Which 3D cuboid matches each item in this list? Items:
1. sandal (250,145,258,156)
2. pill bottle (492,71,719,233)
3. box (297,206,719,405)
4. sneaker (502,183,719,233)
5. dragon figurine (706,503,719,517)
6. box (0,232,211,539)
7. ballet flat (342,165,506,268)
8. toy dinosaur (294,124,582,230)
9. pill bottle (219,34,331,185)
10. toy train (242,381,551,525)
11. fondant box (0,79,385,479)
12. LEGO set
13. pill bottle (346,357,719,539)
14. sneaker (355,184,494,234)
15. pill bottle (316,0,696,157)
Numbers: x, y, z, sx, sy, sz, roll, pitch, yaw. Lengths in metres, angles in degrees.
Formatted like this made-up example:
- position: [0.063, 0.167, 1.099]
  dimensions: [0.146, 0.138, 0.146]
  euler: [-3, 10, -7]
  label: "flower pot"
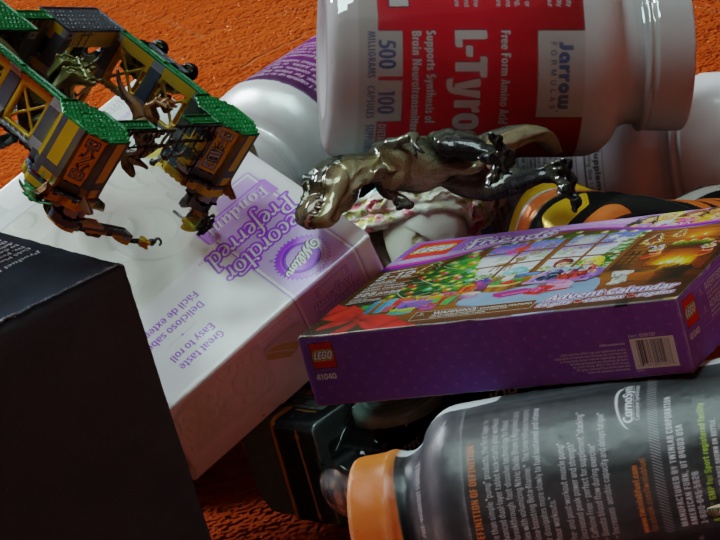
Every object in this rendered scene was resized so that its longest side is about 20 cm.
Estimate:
- position: [-0.121, -0.005, 1.630]
  dimensions: [0.055, 0.200, 0.082]
  euler: [1, 50, -39]
  label: "sandal"
- position: [0.136, -0.061, 1.666]
  dimensions: [0.200, 0.114, 0.113]
  euler: [-4, 24, 27]
  label: "pill bottle"
- position: [0.088, 0.015, 1.354]
  dimensions: [0.200, 0.039, 0.137]
  euler: [-7, 16, 30]
  label: "box"
- position: [0.177, -0.006, 1.505]
  dimensions: [0.200, 0.070, 0.090]
  euler: [3, 13, -31]
  label: "sneaker"
- position: [0.196, 0.141, 1.197]
  dimensions: [0.059, 0.100, 0.200]
  euler: [0, 7, 39]
  label: "dragon figurine"
- position: [-0.186, 0.094, 1.397]
  dimensions: [0.124, 0.200, 0.196]
  euler: [-28, 24, -29]
  label: "box"
- position: [0.000, 0.000, 1.518]
  dimensions: [0.200, 0.076, 0.064]
  euler: [-26, 50, 1]
  label: "ballet flat"
- position: [0.059, -0.054, 1.437]
  dimensions: [0.200, 0.048, 0.088]
  euler: [-11, 14, -41]
  label: "toy dinosaur"
- position: [-0.027, -0.077, 1.718]
  dimensions: [0.112, 0.112, 0.200]
  euler: [1, 25, 37]
  label: "pill bottle"
- position: [0.032, 0.066, 1.466]
  dimensions: [0.114, 0.085, 0.200]
  euler: [5, 29, 42]
  label: "toy train"
- position: [-0.101, -0.001, 1.467]
  dimensions: [0.144, 0.058, 0.200]
  euler: [-41, 50, -16]
  label: "fondant box"
- position: [-0.155, -0.053, 1.389]
  dimensions: [0.154, 0.116, 0.200]
  euler: [35, 18, 10]
  label: "LEGO set"
- position: [0.097, 0.104, 1.296]
  dimensions: [0.200, 0.106, 0.106]
  euler: [-10, 22, 14]
  label: "pill bottle"
- position: [0.028, -0.055, 1.613]
  dimensions: [0.070, 0.200, 0.078]
  euler: [-26, -19, 26]
  label: "sneaker"
- position: [0.078, -0.118, 1.556]
  dimensions: [0.200, 0.112, 0.112]
  euler: [-1, 21, -4]
  label: "pill bottle"
